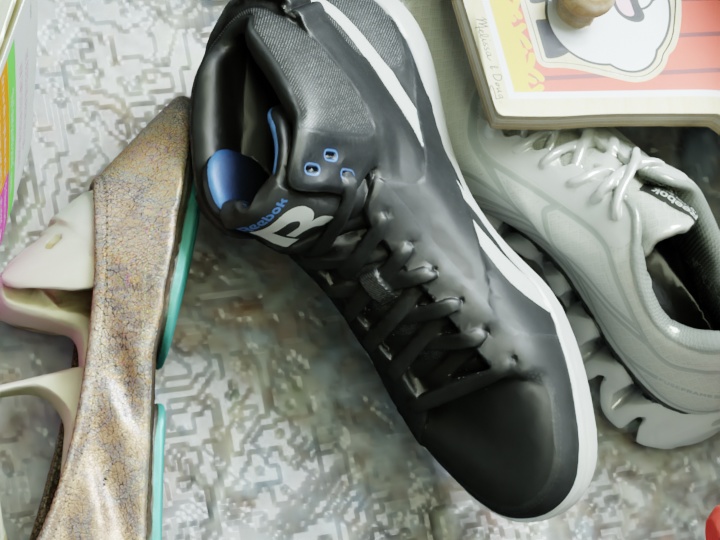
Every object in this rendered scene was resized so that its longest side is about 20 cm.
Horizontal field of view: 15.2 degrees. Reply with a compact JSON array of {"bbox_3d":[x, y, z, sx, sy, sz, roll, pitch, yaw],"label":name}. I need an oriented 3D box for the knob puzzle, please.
[{"bbox_3d":[0.119,-0.139,0.977,0.218,0.030,0.221,8,60,-15],"label":"knob puzzle"}]

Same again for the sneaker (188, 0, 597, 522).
[{"bbox_3d":[0.000,0.000,0.902,0.112,0.073,0.201,-11,73,-58],"label":"sneaker"}]

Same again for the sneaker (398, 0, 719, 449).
[{"bbox_3d":[0.078,-0.030,0.961,0.075,0.081,0.200,-42,89,-23],"label":"sneaker"}]

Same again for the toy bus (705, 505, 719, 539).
[{"bbox_3d":[0.219,0.117,0.909,0.191,0.136,0.201,-8,47,-16],"label":"toy bus"}]

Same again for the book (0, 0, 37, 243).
[{"bbox_3d":[-0.143,0.020,0.829,0.048,0.134,0.201,11,63,3],"label":"book"}]

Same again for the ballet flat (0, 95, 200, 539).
[{"bbox_3d":[-0.092,0.032,0.892,0.067,0.068,0.201,8,70,-9],"label":"ballet flat"}]
